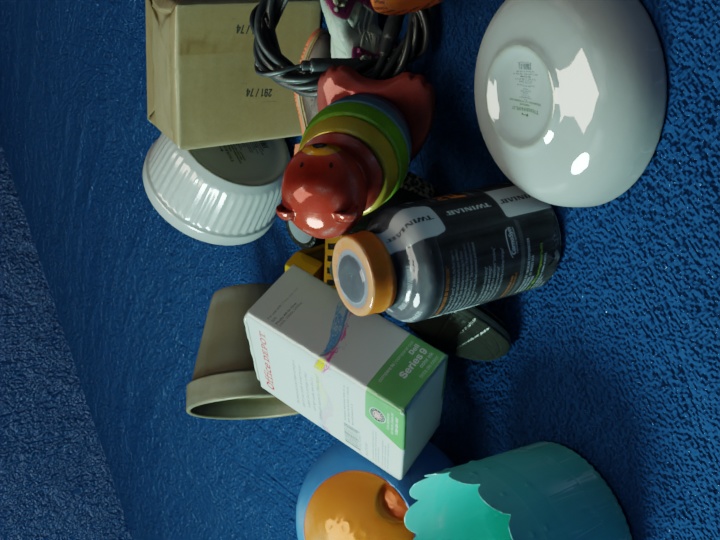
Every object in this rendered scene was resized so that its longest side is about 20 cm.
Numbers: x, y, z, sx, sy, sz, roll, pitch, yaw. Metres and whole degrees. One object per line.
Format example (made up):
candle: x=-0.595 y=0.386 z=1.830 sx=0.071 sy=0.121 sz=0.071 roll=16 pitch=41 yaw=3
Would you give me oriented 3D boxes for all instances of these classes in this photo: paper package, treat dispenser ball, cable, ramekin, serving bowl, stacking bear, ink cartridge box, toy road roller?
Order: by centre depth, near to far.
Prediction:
serving bowl: x=0.157 y=-0.148 z=0.755 sx=0.200 sy=0.066 sz=0.201 roll=30 pitch=126 yaw=53
stacking bear: x=-0.013 y=-0.101 z=0.835 sx=0.121 sy=0.200 sz=0.114 roll=9 pitch=123 yaw=14
cable: x=-0.022 y=-0.256 z=0.931 sx=0.164 sy=0.200 sz=0.051 roll=55 pitch=-172 yaw=0
ink cartridge box: x=-0.015 y=0.105 z=0.944 sx=0.199 sy=0.088 sz=0.146 roll=28 pitch=147 yaw=22
treat dispenser ball: x=0.026 y=0.281 z=1.023 sx=0.201 sy=0.200 sz=0.202 roll=32 pitch=129 yaw=52
toy road roller: x=0.000 y=0.000 z=1.042 sx=0.146 sy=0.123 sz=0.201 roll=27 pitch=125 yaw=40
paper package: x=-0.158 y=-0.261 z=1.126 sx=0.103 sy=0.199 sz=0.191 roll=41 pitch=134 yaw=46
ramekin: x=-0.190 y=-0.145 z=1.243 sx=0.105 sy=0.199 sz=0.201 roll=-53 pitch=56 yaw=43

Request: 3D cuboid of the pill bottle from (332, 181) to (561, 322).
pill bottle: x=0.075 y=-0.015 z=0.814 sx=0.106 sy=0.199 sz=0.107 roll=31 pitch=128 yaw=51

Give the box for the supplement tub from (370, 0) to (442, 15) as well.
supplement tub: x=0.028 y=-0.352 z=0.838 sx=0.122 sy=0.122 sz=0.201 roll=-29 pitch=76 yaw=60

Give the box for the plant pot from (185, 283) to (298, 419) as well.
plant pot: x=-0.157 y=0.118 z=1.323 sx=0.200 sy=0.199 sz=0.174 roll=142 pitch=128 yaw=-59

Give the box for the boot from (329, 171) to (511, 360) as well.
boot: x=0.077 y=-0.011 z=0.929 sx=0.074 sy=0.203 sz=0.154 roll=-48 pitch=17 yaw=46

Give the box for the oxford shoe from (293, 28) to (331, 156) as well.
oxford shoe: x=-0.035 y=-0.190 z=1.096 sx=0.072 sy=0.071 sz=0.201 roll=12 pitch=112 yaw=27

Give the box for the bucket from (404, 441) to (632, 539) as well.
bucket: x=0.152 y=0.269 z=0.864 sx=0.207 sy=0.134 sz=0.208 roll=33 pitch=130 yaw=52

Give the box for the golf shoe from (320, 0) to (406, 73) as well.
golf shoe: x=-0.014 y=-0.268 z=1.001 sx=0.091 sy=0.075 sz=0.201 roll=-25 pitch=79 yaw=64
